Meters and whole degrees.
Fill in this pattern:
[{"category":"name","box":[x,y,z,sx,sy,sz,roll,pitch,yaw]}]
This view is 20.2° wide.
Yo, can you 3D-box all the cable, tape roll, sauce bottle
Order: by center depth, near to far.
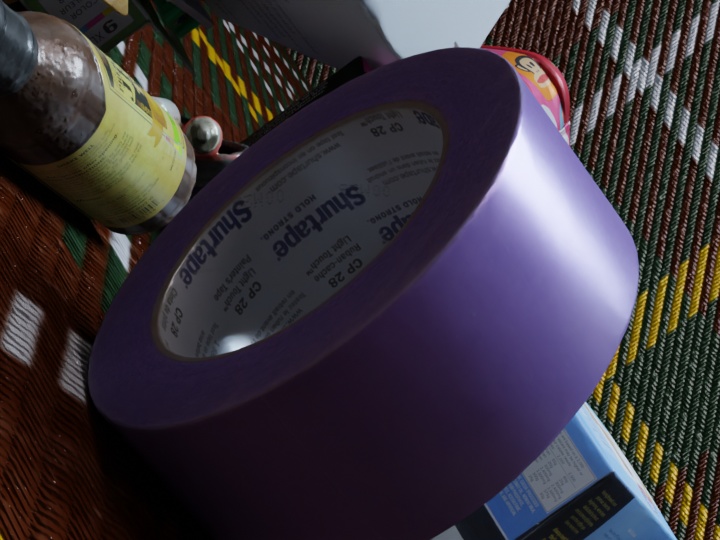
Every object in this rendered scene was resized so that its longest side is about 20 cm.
[{"category":"tape roll","box":[-0.001,0.013,0.764,0.085,0.199,0.200,51,5,-25]},{"category":"sauce bottle","box":[-0.134,-0.073,0.892,0.065,0.064,0.200,55,4,23]},{"category":"cable","box":[-0.105,-0.086,1.194,0.200,0.096,0.051,-84,-179,-77]}]

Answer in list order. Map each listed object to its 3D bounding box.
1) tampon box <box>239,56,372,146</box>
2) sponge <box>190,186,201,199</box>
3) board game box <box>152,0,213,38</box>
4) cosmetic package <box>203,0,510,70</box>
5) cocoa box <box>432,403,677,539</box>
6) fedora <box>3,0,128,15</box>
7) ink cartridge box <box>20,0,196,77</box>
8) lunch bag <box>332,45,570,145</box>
[{"category":"tampon box","box":[0.000,0.000,1.149,0.150,0.126,0.200,51,14,-22]},{"category":"sponge","box":[-0.057,0.009,1.291,0.201,0.030,0.112,54,5,-12]},{"category":"board game box","box":[-0.171,-0.236,1.212,0.201,0.026,0.200,56,5,6]},{"category":"cosmetic package","box":[-0.011,-0.231,1.221,0.199,0.166,0.165,26,-12,33]},{"category":"cocoa box","box":[0.097,0.135,1.261,0.134,0.131,0.200,57,6,28]},{"category":"fedora","box":[-0.194,-0.177,0.952,0.201,0.082,0.201,49,2,-2]},{"category":"ink cartridge box","box":[-0.189,-0.195,1.256,0.200,0.059,0.104,50,6,-40]},{"category":"lunch bag","box":[0.046,-0.046,1.308,0.082,0.174,0.202,-40,133,-56]}]
